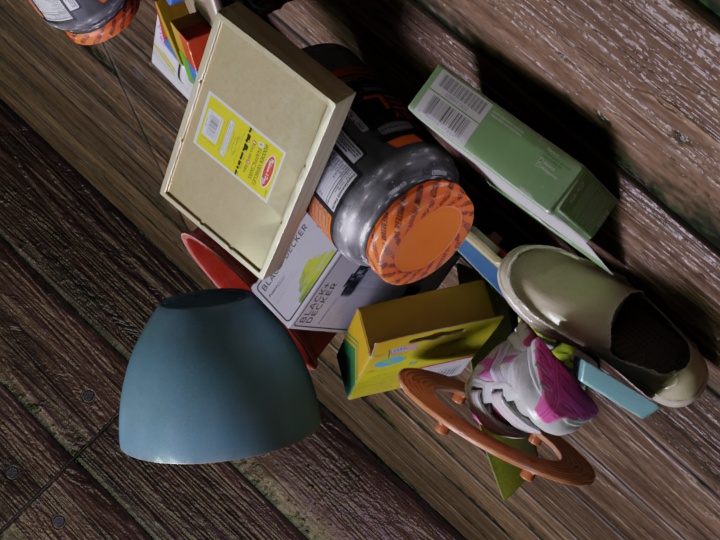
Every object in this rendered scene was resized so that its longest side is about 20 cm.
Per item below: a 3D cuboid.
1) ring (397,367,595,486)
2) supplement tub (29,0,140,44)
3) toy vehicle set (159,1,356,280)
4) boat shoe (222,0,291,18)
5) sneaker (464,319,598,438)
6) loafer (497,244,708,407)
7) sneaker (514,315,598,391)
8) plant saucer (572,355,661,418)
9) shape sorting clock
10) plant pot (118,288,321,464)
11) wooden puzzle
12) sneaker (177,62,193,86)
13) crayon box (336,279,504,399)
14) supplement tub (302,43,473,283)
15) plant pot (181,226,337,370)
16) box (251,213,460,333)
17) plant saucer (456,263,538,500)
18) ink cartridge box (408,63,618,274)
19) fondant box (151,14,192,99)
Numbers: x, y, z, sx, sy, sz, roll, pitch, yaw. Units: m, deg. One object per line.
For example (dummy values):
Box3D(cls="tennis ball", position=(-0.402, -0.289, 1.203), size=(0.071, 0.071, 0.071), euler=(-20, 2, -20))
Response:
Box3D(cls="ring", position=(0.120, 0.143, 1.228), size=(0.199, 0.019, 0.200), euler=(26, -170, -5))
Box3D(cls="supplement tub", position=(-0.331, -0.353, 1.504), size=(0.122, 0.123, 0.200), euler=(35, 165, 40))
Box3D(cls="toy vehicle set", position=(-0.089, -0.101, 1.103), size=(0.124, 0.026, 0.201), euler=(40, 134, 14))
Box3D(cls="boat shoe", position=(-0.083, -0.243, 1.149), size=(0.072, 0.072, 0.200), euler=(49, 167, -18))
Box3D(cls="sneaker", position=(0.137, 0.108, 1.153), size=(0.081, 0.088, 0.200), euler=(49, -176, -4))
Box3D(cls="loafer", position=(0.204, 0.035, 1.133), size=(0.199, 0.076, 0.068), euler=(32, 164, 15))
Box3D(cls="sneaker", position=(0.178, 0.102, 1.342), size=(0.074, 0.081, 0.200), euler=(26, 175, 27))
Box3D(cls="plant saucer", position=(0.206, 0.096, 1.128), size=(0.070, 0.019, 0.200), euler=(31, -178, 8))
Box3D(cls="shape sorting clock", position=(0.115, -0.020, 1.276), size=(0.200, 0.039, 0.200), euler=(46, -178, -2))
Box3D(cls="plant pot", position=(-0.144, 0.093, 1.334), size=(0.200, 0.199, 0.136), euler=(-163, 65, -65))
Box3D(cls="wooden puzzle", position=(-0.153, -0.235, 1.157), size=(0.185, 0.046, 0.201), euler=(-127, 23, -55))
Box3D(cls="sneaker", position=(-0.111, -0.236, 1.328), size=(0.115, 0.075, 0.200), euler=(20, 153, -1))
Box3D(cls="crayon box", position=(0.053, 0.063, 1.293), size=(0.200, 0.126, 0.051), euler=(115, 142, -70))
Box3D(cls="supplement tub", position=(0.000, -0.090, 1.159), size=(0.200, 0.122, 0.123), euler=(50, 172, 30))
Box3D(cls="plant pot", position=(-0.053, -0.035, 1.454), size=(0.201, 0.195, 0.201), euler=(42, 168, 11))
Box3D(cls="box", position=(0.000, 0.000, 1.313), size=(0.060, 0.117, 0.199), euler=(45, -162, 29))
Box3D(cls="plant saucer", position=(0.150, 0.118, 1.451), size=(0.200, 0.047, 0.201), euler=(67, -165, -60))
Box3D(cls="ink cartridge box", position=(0.133, -0.074, 1.061), size=(0.145, 0.048, 0.200), euler=(39, -174, 27))
Box3D(cls="fondant box", position=(-0.162, -0.225, 1.518), size=(0.144, 0.058, 0.200), euler=(46, 167, -3))
